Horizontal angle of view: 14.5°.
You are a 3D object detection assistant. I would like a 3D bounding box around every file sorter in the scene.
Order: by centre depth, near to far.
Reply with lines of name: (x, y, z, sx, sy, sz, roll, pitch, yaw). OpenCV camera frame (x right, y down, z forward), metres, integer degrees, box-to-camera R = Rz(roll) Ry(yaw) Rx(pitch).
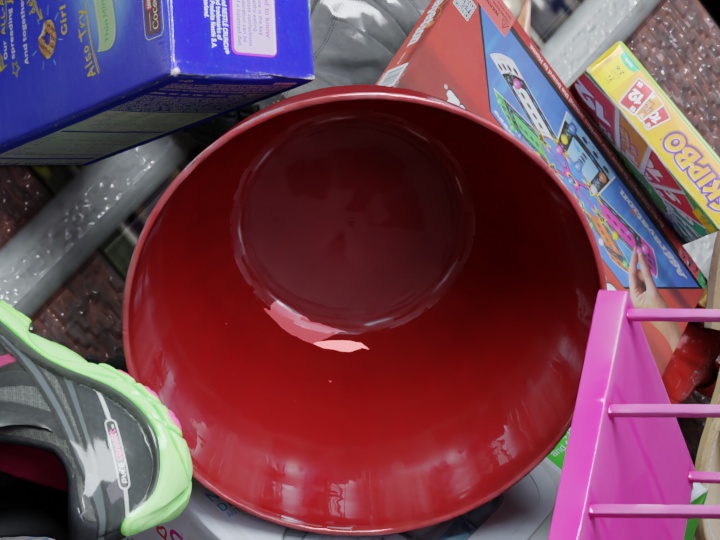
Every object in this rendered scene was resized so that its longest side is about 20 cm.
file sorter: (0.151, 0.128, 1.114, 0.139, 0.125, 0.200, 63, 34, -49)

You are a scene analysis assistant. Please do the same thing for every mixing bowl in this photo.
mixing bowl: (0.000, 0.000, 1.196, 0.200, 0.108, 0.200, -1, 115, -2)

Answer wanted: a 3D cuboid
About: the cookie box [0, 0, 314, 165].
cookie box: (-0.106, -0.144, 1.222, 0.075, 0.200, 0.171, 2, 81, -34)

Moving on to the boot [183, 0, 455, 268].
boot: (0.005, -0.085, 1.323, 0.200, 0.070, 0.132, 41, 61, 9)

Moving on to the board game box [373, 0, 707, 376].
board game box: (0.084, -0.034, 1.296, 0.200, 0.019, 0.103, 51, 46, -21)

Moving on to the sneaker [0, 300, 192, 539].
sneaker: (-0.164, 0.059, 1.160, 0.084, 0.200, 0.077, -39, 138, -43)

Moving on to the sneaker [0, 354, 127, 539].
sneaker: (-0.149, 0.096, 1.240, 0.200, 0.072, 0.073, -30, 129, -38)

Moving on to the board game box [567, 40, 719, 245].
board game box: (0.134, -0.055, 1.368, 0.030, 0.200, 0.096, -40, 89, -2)

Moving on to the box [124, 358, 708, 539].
box: (0.019, 0.120, 1.265, 0.200, 0.097, 0.176, -28, 56, -34)

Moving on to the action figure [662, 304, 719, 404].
action figure: (0.108, 0.008, 1.400, 0.200, 0.099, 0.065, 34, 94, -37)

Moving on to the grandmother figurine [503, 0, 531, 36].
grandmother figurine: (0.068, -0.142, 1.383, 0.061, 0.121, 0.200, 8, 97, -20)

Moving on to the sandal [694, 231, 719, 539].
sandal: (0.210, 0.064, 1.399, 0.078, 0.070, 0.212, -48, 144, -48)
